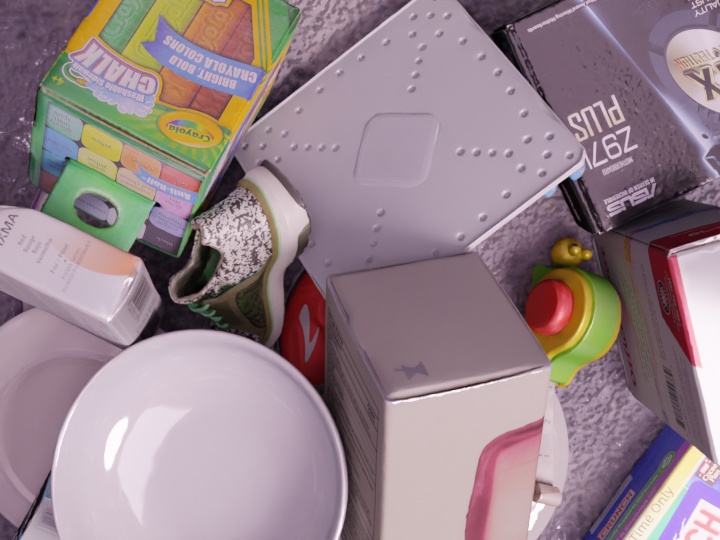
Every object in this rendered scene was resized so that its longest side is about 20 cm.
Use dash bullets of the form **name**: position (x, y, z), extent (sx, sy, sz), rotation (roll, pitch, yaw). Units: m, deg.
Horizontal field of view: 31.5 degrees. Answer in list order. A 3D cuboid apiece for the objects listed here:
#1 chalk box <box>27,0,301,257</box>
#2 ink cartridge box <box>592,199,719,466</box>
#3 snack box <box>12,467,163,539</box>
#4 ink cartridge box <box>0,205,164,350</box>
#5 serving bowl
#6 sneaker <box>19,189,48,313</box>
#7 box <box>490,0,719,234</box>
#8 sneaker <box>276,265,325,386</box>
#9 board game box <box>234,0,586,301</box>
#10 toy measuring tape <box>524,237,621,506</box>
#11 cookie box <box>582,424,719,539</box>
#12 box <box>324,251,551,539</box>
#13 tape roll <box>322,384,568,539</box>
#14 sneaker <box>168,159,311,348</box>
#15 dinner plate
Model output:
- **chalk box**: position (-0.144, -0.103, 0.866), extent (0.124, 0.124, 0.201), rotation (27, 59, -5)
- **ink cartridge box**: position (0.239, 0.033, 0.897), extent (0.082, 0.200, 0.146), rotation (-16, 98, -1)
- **snack box**: position (-0.209, 0.233, 0.947), extent (0.116, 0.037, 0.200), rotation (25, 126, -14)
- **ink cartridge box**: position (-0.228, -0.015, 0.829), extent (0.199, 0.162, 0.050), rotation (28, 78, 2)
- **serving bowl**: position (-0.101, 0.141, 0.850), extent (0.199, 0.066, 0.201), rotation (-1, 84, 10)
- **sneaker**: position (-0.209, 0.030, 0.963), extent (0.099, 0.075, 0.201), rotation (-1, 106, -7)
- **box**: position (0.220, -0.144, 0.929), extent (0.199, 0.086, 0.164), rotation (-25, 98, 3)
- **sneaker**: position (0.000, 0.000, 0.947), extent (0.077, 0.085, 0.200), rotation (32, 96, -4)
- **board game box**: position (0.030, -0.081, 0.906), extent (0.200, 0.026, 0.200), rotation (-37, 57, 5)
- **toy measuring tape**: position (0.156, 0.069, 0.935), extent (0.073, 0.074, 0.201), rotation (5, 72, -1)
- **cookie box**: position (0.280, 0.243, 0.989), extent (0.200, 0.075, 0.172), rotation (34, 97, -4)
- **box**: position (0.043, 0.108, 0.835), extent (0.108, 0.128, 0.201), rotation (-9, 128, -15)
- **tape roll**: position (0.060, 0.140, 0.968), extent (0.202, 0.037, 0.204), rotation (-2, 97, -15)
- **sneaker**: position (-0.102, 0.005, 0.907), extent (0.088, 0.200, 0.077), rotation (-21, 60, -29)
- **dinner plate**: position (-0.200, 0.121, 0.928), extent (0.199, 0.024, 0.201), rotation (1, 105, 5)
